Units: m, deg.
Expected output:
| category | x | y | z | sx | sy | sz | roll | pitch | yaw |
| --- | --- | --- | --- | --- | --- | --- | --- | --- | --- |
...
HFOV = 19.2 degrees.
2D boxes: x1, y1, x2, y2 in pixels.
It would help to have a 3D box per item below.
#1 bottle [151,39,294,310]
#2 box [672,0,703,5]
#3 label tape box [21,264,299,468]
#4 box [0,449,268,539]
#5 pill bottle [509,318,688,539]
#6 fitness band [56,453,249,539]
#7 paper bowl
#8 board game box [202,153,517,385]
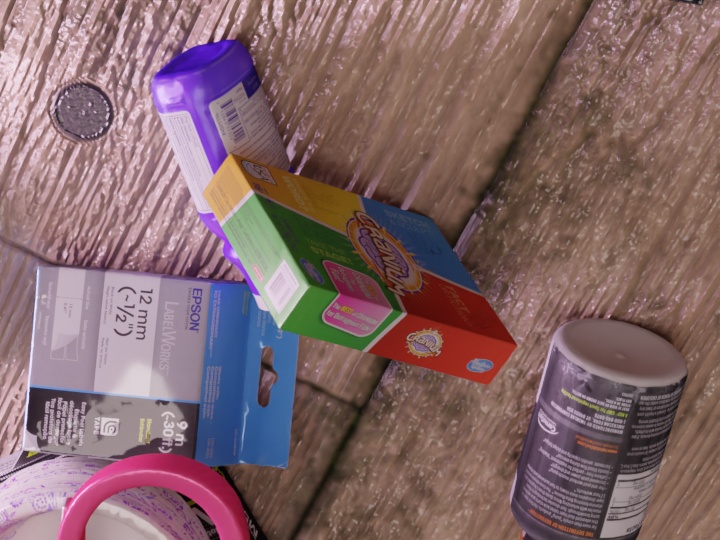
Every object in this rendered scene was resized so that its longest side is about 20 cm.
| category | x | y | z | sx | sy | sz | roll | pitch | yaw |
| --- | --- | --- | --- | --- | --- | --- | --- | --- | --- |
| bottle | -0.088 | -0.067 | 1.575 | 0.065 | 0.084 | 0.200 | -6 | 116 | 32 |
| box | 0.178 | -0.295 | 1.468 | 0.160 | 0.044 | 0.200 | 9 | 115 | 2 |
| label tape box | -0.151 | 0.075 | 1.630 | 0.200 | 0.066 | 0.143 | 6 | 90 | 5 |
| box | -0.193 | 0.214 | 1.733 | 0.200 | 0.048 | 0.193 | -23 | 106 | 15 |
| pill bottle | 0.176 | 0.146 | 1.633 | 0.106 | 0.106 | 0.200 | 13 | 115 | 0 |
| fitness band | -0.154 | 0.227 | 1.579 | 0.143 | 0.037 | 0.200 | 4 | 114 | 3 |
| paper bowl | -0.212 | 0.238 | 1.664 | 0.200 | 0.104 | 0.201 | 2 | 112 | 5 |
| board game box | 0.000 | 0.000 | 1.514 | 0.200 | 0.153 | 0.040 | 16 | 119 | -40 |
